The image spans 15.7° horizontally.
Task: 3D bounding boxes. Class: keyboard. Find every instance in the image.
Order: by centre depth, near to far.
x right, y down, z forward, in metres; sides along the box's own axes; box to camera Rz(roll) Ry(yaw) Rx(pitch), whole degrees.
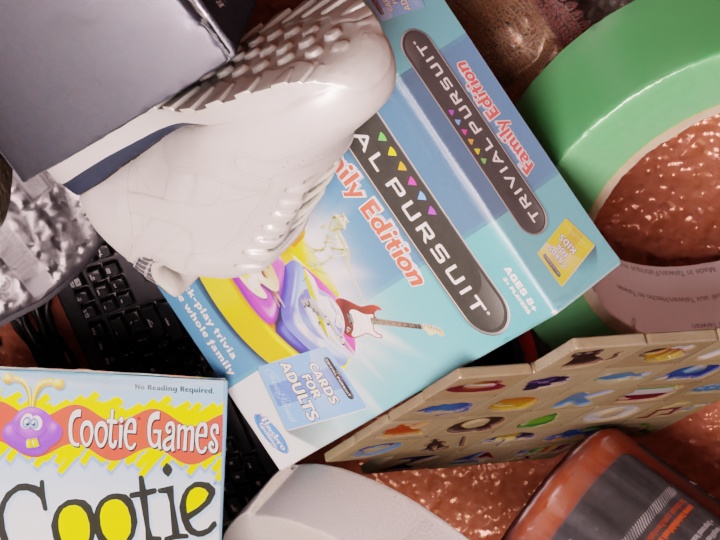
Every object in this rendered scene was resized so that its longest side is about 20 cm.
[{"bbox_3d":[-0.103,0.053,1.217,0.104,0.040,0.201,-16,113,16],"label":"keyboard"}]

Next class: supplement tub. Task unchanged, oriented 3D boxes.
[{"bbox_3d":[0.154,0.164,1.119,0.200,0.107,0.107,36,120,17],"label":"supplement tub"}]

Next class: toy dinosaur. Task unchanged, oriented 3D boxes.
[{"bbox_3d":[0.068,-0.097,1.083,0.135,0.086,0.201,-21,110,21],"label":"toy dinosaur"}]

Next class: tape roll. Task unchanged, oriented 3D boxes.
[{"bbox_3d":[0.154,-0.035,1.079,0.199,0.048,0.201,-9,138,-8],"label":"tape roll"},{"bbox_3d":[0.024,0.169,1.153,0.202,0.037,0.203,34,153,20],"label":"tape roll"}]

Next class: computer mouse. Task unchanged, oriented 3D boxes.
[{"bbox_3d":[-0.211,-0.009,1.102,0.200,0.046,0.140,-44,107,-1],"label":"computer mouse"}]

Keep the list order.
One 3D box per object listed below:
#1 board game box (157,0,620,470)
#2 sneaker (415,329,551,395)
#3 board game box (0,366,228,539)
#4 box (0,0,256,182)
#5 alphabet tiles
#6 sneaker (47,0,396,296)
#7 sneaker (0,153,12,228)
[{"bbox_3d":[-0.009,-0.020,1.058,0.151,0.047,0.200,56,140,-1],"label":"board game box"},{"bbox_3d":[0.000,0.000,1.147,0.199,0.085,0.075,31,118,-7],"label":"sneaker"},{"bbox_3d":[-0.121,0.148,1.123,0.102,0.105,0.201,4,81,-17],"label":"board game box"},{"bbox_3d":[-0.113,-0.154,1.018,0.104,0.200,0.148,-28,110,22],"label":"box"},{"bbox_3d":[0.084,0.056,1.093,0.165,0.006,0.200,-3,163,-26],"label":"alphabet tiles"},{"bbox_3d":[-0.040,-0.044,0.989,0.081,0.076,0.200,58,148,-10],"label":"sneaker"},{"bbox_3d":[-0.182,-0.088,1.062,0.084,0.201,0.073,-9,129,9],"label":"sneaker"}]
